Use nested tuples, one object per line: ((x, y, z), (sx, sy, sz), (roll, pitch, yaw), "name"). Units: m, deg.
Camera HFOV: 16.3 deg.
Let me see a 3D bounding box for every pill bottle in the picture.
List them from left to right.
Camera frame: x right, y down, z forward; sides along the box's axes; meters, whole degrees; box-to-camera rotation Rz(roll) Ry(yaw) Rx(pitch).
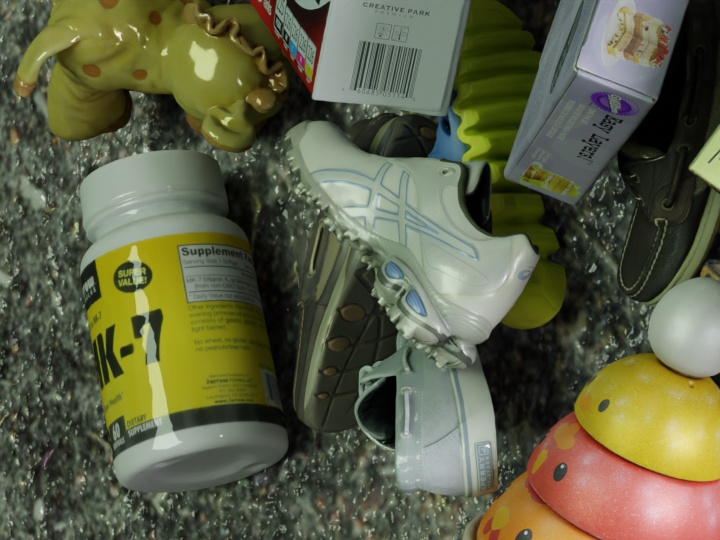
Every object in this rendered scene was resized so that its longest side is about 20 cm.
((-0.119, 0.032, 1.623), (0.114, 0.114, 0.201), (-27, 67, 39), "pill bottle")

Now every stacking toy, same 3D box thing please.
((0.149, 0.093, 1.327), (0.146, 0.146, 0.201), (34, 112, 41), "stacking toy")

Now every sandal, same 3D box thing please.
((0.064, -0.062, 1.484), (0.087, 0.079, 0.201), (-12, 76, 47), "sandal")

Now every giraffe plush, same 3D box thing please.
((-0.111, -0.145, 1.624), (0.161, 0.200, 0.173), (22, 91, 10), "giraffe plush")

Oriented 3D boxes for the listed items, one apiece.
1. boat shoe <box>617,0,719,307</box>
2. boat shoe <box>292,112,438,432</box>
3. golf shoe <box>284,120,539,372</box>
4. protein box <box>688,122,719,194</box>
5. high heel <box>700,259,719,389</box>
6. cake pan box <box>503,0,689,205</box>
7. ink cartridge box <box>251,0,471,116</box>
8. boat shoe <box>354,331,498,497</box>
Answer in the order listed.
((0.167, -0.068, 1.355), (0.073, 0.064, 0.201), (-103, 24, -54), "boat shoe")
((0.000, 0.000, 1.549), (0.073, 0.074, 0.201), (18, 90, 53), "boat shoe")
((0.033, -0.035, 1.436), (0.097, 0.078, 0.200), (-44, 52, 7), "golf shoe")
((0.301, -0.060, 1.159), (0.198, 0.135, 0.200), (39, 97, 29), "protein box")
((0.252, 0.022, 1.294), (0.200, 0.071, 0.143), (-39, 62, 41), "high heel")
((0.141, -0.154, 1.328), (0.184, 0.052, 0.201), (123, 167, -71), "cake pan box")
((0.006, -0.207, 1.474), (0.200, 0.083, 0.177), (-122, 41, -65), "ink cartridge box")
((0.032, 0.072, 1.440), (0.201, 0.071, 0.071), (-109, 16, -70), "boat shoe")
